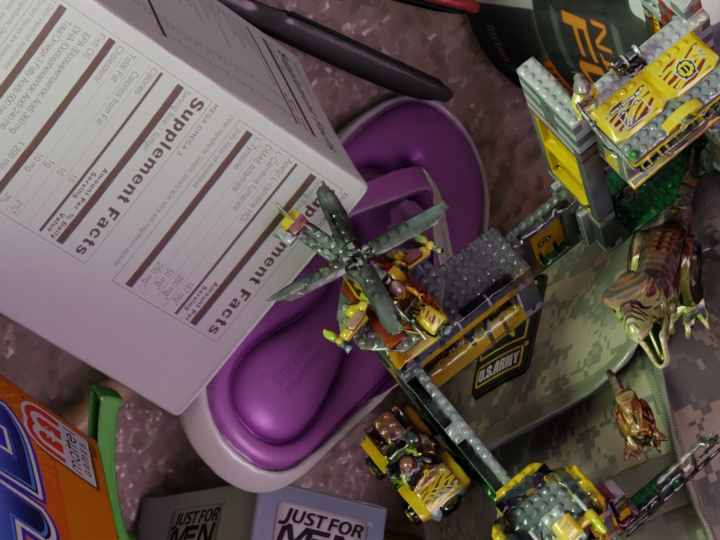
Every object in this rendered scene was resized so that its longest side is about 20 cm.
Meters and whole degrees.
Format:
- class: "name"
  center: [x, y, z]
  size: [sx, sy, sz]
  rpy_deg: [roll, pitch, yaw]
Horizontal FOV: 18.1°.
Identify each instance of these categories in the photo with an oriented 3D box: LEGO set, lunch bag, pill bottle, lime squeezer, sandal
- class: "LEGO set"
  center: [0.080, 0.001, 0.720]
  size: [0.199, 0.154, 0.116]
  rpy_deg: [-31, 153, -1]
- class: "lunch bag"
  center: [0.100, 0.072, 0.856]
  size: [0.117, 0.164, 0.202]
  rpy_deg: [-7, 72, -39]
- class: "pill bottle"
  center: [0.130, -0.107, 0.850]
  size: [0.105, 0.200, 0.107]
  rpy_deg: [-6, 102, -27]
- class: "lime squeezer"
  center: [-0.119, 0.133, 0.849]
  size: [0.201, 0.038, 0.070]
  rpy_deg: [-56, 155, 16]
- class: "sandal"
  center: [0.005, 0.005, 0.847]
  size: [0.082, 0.050, 0.203]
  rpy_deg: [43, 50, -13]

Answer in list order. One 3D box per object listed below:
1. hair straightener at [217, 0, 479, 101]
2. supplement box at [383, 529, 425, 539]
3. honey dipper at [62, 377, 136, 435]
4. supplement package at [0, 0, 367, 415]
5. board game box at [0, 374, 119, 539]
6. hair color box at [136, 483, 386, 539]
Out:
- class: "hair straightener"
  center: [-0.050, -0.091, 0.849]
  size: [0.198, 0.041, 0.078]
  rpy_deg: [13, 94, -29]
- class: "supplement box"
  center: [-0.011, 0.206, 0.922]
  size: [0.066, 0.069, 0.202]
  rpy_deg: [14, 96, -31]
- class: "honey dipper"
  center: [-0.080, 0.037, 0.867]
  size: [0.200, 0.038, 0.038]
  rpy_deg: [-40, 116, -19]
- class: "supplement package"
  center: [-0.114, -0.061, 0.766]
  size: [0.199, 0.114, 0.110]
  rpy_deg: [34, 106, -29]
- class: "board game box"
  center: [-0.205, 0.124, 0.691]
  size: [0.199, 0.200, 0.200]
  rpy_deg: [38, 104, -29]
- class: "hair color box"
  center: [-0.051, 0.185, 0.840]
  size: [0.060, 0.099, 0.202]
  rpy_deg: [16, 72, -29]
